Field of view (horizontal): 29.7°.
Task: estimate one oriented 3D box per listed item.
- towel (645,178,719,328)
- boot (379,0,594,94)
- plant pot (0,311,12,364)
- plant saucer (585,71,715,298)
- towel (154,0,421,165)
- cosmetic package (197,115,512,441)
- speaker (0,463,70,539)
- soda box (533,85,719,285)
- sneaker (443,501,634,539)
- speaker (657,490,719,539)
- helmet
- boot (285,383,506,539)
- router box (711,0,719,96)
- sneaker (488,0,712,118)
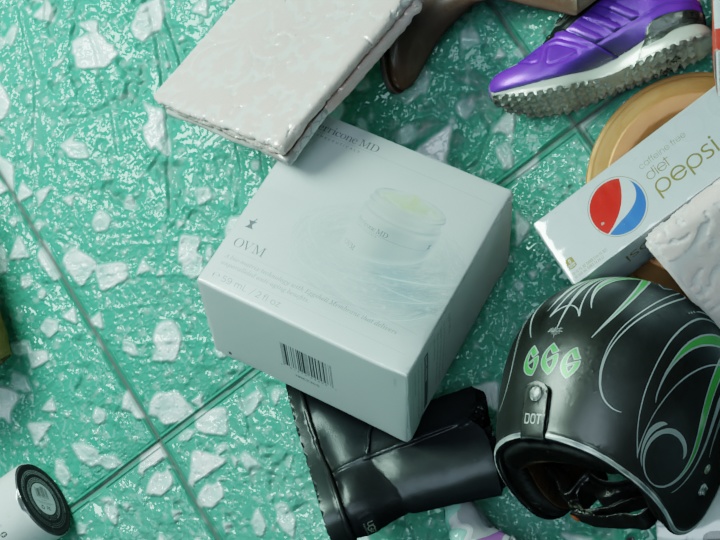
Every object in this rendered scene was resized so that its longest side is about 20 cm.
[{"bbox_3d":[0.357,-0.023,1.092,0.199,0.032,0.191,-39,115,11],"label":"towel"},{"bbox_3d":[0.123,-0.233,1.188,0.198,0.064,0.189,15,88,32],"label":"boot"},{"bbox_3d":[-0.435,0.027,1.317,0.186,0.186,0.201,-34,91,12],"label":"plant pot"},{"bbox_3d":[0.290,-0.073,1.165,0.198,0.037,0.203,-1,86,17],"label":"plant saucer"},{"bbox_3d":[-0.067,-0.192,1.205,0.199,0.032,0.192,26,72,44],"label":"towel"},{"bbox_3d":[0.000,0.000,1.163,0.198,0.123,0.201,23,61,16],"label":"cosmetic package"},{"bbox_3d":[-0.384,0.274,1.323,0.199,0.081,0.082,-35,77,12],"label":"speaker"},{"bbox_3d":[0.245,-0.065,1.120,0.199,0.064,0.068,-37,64,11],"label":"soda box"},{"bbox_3d":[0.169,0.256,1.167,0.139,0.078,0.201,-32,79,4],"label":"sneaker"},{"bbox_3d":[0.340,0.207,1.102,0.198,0.081,0.082,-4,85,16],"label":"speaker"},{"bbox_3d":[0.208,0.100,1.080,0.198,0.201,0.192,21,60,17],"label":"helmet"},{"bbox_3d":[0.030,0.140,1.199,0.166,0.077,0.201,-19,44,-3],"label":"boot"},{"bbox_3d":[0.382,-0.224,1.089,0.197,0.049,0.181,-4,48,15],"label":"router box"},{"bbox_3d":[0.202,-0.205,1.190,0.198,0.070,0.101,-18,74,12],"label":"sneaker"}]
